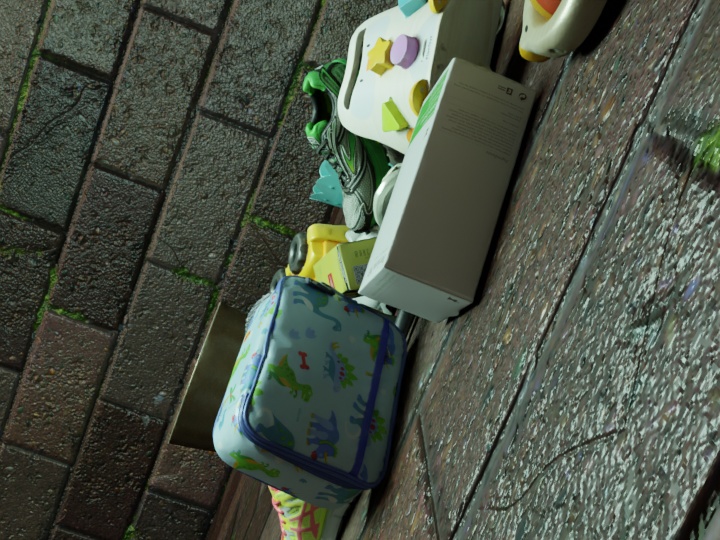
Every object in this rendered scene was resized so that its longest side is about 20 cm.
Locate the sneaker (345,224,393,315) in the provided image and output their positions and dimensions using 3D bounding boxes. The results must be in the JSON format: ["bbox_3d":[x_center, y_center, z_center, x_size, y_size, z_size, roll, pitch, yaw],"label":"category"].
[{"bbox_3d":[0.032,-0.047,1.200,0.074,0.088,0.200,-96,29,-80],"label":"sneaker"}]

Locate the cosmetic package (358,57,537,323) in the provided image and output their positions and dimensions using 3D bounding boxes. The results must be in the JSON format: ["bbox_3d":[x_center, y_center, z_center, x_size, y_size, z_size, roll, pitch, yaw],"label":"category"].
[{"bbox_3d":[0.075,-0.066,0.875,0.108,0.085,0.200,131,160,-71],"label":"cosmetic package"}]

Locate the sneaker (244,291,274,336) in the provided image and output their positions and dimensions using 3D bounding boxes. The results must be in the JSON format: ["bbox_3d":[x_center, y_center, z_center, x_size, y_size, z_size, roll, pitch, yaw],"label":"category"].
[{"bbox_3d":[-0.074,0.117,1.049,0.070,0.082,0.200,-28,43,30],"label":"sneaker"}]

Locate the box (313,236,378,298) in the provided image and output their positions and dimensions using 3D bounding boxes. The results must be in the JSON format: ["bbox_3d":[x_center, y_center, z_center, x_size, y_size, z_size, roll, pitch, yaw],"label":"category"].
[{"bbox_3d":[0.000,0.000,1.074,0.200,0.075,0.050,154,104,-78],"label":"box"}]

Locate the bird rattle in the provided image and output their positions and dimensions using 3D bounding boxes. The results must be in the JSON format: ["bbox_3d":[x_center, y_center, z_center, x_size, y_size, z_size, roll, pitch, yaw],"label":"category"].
[{"bbox_3d":[0.168,-0.241,0.755,0.200,0.113,0.163,172,108,-69],"label":"bird rattle"}]

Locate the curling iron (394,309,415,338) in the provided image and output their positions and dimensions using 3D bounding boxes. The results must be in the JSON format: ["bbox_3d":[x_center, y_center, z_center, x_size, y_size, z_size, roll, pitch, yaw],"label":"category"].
[{"bbox_3d":[0.063,-0.001,1.033,0.050,0.026,0.200,-59,-8,-76],"label":"curling iron"}]

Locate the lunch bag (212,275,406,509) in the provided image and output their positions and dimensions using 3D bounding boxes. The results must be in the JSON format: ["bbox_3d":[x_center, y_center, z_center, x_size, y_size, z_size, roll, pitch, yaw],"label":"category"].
[{"bbox_3d":[-0.039,0.112,0.955,0.082,0.161,0.200,-44,23,44],"label":"lunch bag"}]

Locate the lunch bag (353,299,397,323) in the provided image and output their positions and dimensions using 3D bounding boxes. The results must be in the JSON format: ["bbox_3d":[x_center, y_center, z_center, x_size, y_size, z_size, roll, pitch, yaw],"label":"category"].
[{"bbox_3d":[-0.026,0.134,1.145,0.160,0.077,0.200,121,168,-62],"label":"lunch bag"}]

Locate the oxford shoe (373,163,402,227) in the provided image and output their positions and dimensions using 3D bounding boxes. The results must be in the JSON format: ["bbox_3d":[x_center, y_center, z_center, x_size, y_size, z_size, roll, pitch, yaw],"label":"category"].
[{"bbox_3d":[0.043,-0.080,1.024,0.075,0.058,0.200,-46,-11,12],"label":"oxford shoe"}]

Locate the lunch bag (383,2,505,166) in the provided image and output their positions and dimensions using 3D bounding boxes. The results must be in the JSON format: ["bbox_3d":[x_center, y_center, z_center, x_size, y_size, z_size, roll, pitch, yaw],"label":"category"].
[{"bbox_3d":[0.086,-0.244,1.217,0.200,0.118,0.164,-55,-4,-38],"label":"lunch bag"}]

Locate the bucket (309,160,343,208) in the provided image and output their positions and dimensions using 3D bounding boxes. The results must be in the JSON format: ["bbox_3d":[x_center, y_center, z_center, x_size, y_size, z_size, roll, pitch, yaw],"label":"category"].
[{"bbox_3d":[0.023,-0.171,1.440,0.207,0.135,0.207,-159,90,-84],"label":"bucket"}]

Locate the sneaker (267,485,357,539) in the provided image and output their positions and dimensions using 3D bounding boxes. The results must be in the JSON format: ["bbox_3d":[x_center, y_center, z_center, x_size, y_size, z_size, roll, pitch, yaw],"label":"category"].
[{"bbox_3d":[-0.059,0.239,1.038,0.078,0.090,0.200,-93,23,-72],"label":"sneaker"}]

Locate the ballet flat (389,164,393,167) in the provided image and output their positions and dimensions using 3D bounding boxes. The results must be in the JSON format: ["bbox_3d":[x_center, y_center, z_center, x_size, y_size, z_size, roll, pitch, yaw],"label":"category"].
[{"bbox_3d":[0.021,-0.167,1.310,0.072,0.200,0.072,-30,2,1],"label":"ballet flat"}]

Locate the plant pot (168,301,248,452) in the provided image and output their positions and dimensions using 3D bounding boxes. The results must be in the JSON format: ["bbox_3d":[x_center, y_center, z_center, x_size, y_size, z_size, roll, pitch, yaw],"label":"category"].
[{"bbox_3d":[-0.115,0.160,1.276,0.187,0.200,0.187,-160,90,-84],"label":"plant pot"}]

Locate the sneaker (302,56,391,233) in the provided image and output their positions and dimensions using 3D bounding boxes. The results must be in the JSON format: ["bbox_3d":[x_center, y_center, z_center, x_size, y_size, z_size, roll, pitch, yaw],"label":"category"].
[{"bbox_3d":[-0.023,-0.139,1.154,0.078,0.085,0.200,6,110,59],"label":"sneaker"}]

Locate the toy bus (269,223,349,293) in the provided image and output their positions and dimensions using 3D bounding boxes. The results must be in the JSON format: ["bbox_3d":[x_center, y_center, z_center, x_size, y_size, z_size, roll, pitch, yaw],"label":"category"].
[{"bbox_3d":[-0.047,0.062,1.406,0.200,0.136,0.192,120,156,-44],"label":"toy bus"}]

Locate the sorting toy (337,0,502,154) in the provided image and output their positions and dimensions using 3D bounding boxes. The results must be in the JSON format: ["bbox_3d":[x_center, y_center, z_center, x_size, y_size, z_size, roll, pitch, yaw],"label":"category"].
[{"bbox_3d":[0.046,-0.209,1.043,0.180,0.107,0.200,7,85,51],"label":"sorting toy"}]
